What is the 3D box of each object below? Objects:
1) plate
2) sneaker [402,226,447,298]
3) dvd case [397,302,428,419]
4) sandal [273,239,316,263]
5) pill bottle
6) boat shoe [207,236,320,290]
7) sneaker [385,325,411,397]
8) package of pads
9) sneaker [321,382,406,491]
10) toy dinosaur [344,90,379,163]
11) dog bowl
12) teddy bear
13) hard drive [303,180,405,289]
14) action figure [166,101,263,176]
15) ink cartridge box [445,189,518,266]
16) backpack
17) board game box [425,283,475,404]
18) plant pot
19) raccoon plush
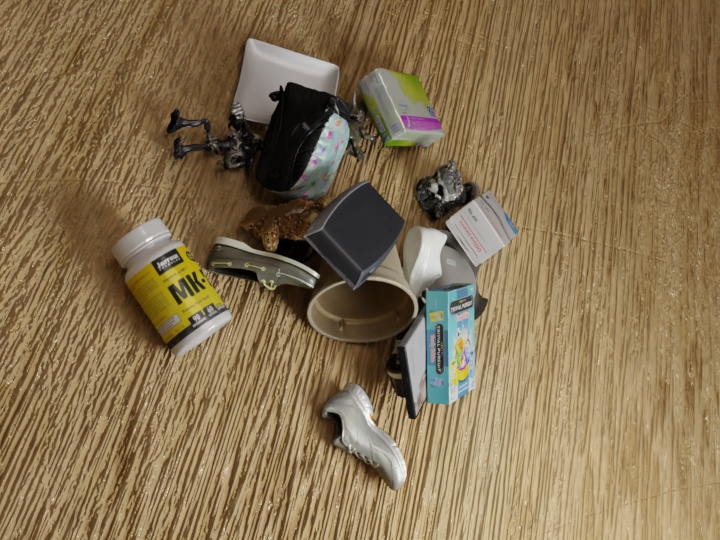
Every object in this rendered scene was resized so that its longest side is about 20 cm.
[{"bbox_3d":[-0.147,-0.350,1.694,0.197,0.032,0.202,14,59,-13],"label":"plate"},{"bbox_3d":[0.111,0.017,1.617,0.087,0.203,0.075,4,26,-36],"label":"sneaker"},{"bbox_3d":[0.114,0.154,1.552,0.200,0.017,0.145,-50,134,-57],"label":"dvd case"},{"bbox_3d":[-0.107,-0.053,1.587,0.055,0.081,0.202,50,40,-32],"label":"sandal"},{"bbox_3d":[-0.306,0.025,1.379,0.114,0.114,0.201,-35,89,-39],"label":"pill bottle"},{"bbox_3d":[-0.167,0.001,1.478,0.198,0.072,0.061,17,73,9],"label":"boat shoe"},{"bbox_3d":[0.096,0.166,1.615,0.201,0.065,0.092,-57,143,-55],"label":"sneaker"},{"bbox_3d":[0.087,-0.343,1.808,0.199,0.068,0.157,-12,76,-59],"label":"package of pads"},{"bbox_3d":[0.000,0.302,1.488,0.091,0.076,0.202,-26,76,-31],"label":"sneaker"},{"bbox_3d":[-0.026,-0.270,1.728,0.102,0.077,0.201,40,42,-4],"label":"toy dinosaur"},{"bbox_3d":[0.166,0.022,1.731,0.197,0.059,0.203,15,61,-28],"label":"dog bowl"},{"bbox_3d":[-0.117,-0.081,1.516,0.146,0.197,0.067,-77,147,-54],"label":"teddy bear"},{"bbox_3d":[-0.002,-0.069,1.446,0.135,0.042,0.200,46,40,-4],"label":"hard drive"},{"bbox_3d":[-0.243,-0.236,1.553,0.197,0.102,0.121,0,81,-33],"label":"action figure"},{"bbox_3d":[0.255,-0.091,1.787,0.117,0.068,0.200,54,25,1],"label":"ink cartridge box"},{"bbox_3d":[-0.103,-0.226,1.566,0.126,0.166,0.203,18,93,-48],"label":"backpack"},{"bbox_3d":[0.169,0.132,1.591,0.150,0.046,0.204,-11,101,-64],"label":"board game box"},{"bbox_3d":[0.000,0.000,1.563,0.198,0.201,0.186,18,48,-25],"label":"plant pot"},{"bbox_3d":[0.205,-0.192,1.808,0.199,0.134,0.097,-32,86,-39],"label":"raccoon plush"}]
